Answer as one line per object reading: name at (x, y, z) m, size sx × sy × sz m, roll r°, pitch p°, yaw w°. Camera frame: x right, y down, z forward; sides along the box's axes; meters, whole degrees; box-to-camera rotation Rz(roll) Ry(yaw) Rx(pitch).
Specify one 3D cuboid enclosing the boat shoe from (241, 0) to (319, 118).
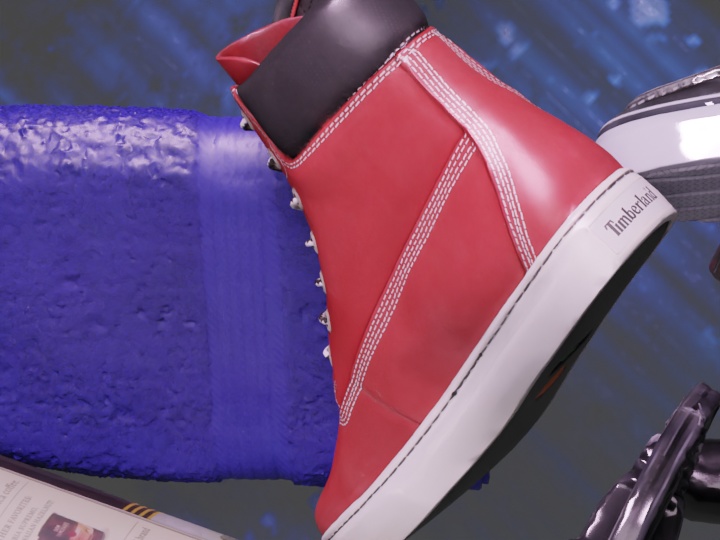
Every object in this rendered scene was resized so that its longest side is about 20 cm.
boat shoe at (-0.010, -0.118, 0.760) m, size 0.063 × 0.074 × 0.202 m, roll 10°, pitch 112°, yaw 0°

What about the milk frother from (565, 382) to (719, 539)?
milk frother at (0.152, 0.135, 0.688) m, size 0.187 × 0.200 × 0.181 m, roll 7°, pitch 84°, yaw 8°

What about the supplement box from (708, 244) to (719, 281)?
supplement box at (0.214, -0.061, 0.744) m, size 0.110 × 0.086 × 0.200 m, roll 29°, pitch 92°, yaw 8°

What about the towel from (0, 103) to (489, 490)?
towel at (-0.051, 0.007, 0.774) m, size 0.199 × 0.050 × 0.148 m, roll 2°, pitch 119°, yaw 6°

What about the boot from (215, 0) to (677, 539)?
boot at (0.000, 0.000, 0.707) m, size 0.144 × 0.072 × 0.200 m, roll 41°, pitch 136°, yaw 11°

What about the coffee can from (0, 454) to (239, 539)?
coffee can at (-0.084, 0.152, 0.742) m, size 0.199 × 0.146 × 0.147 m, roll 19°, pitch 90°, yaw 7°

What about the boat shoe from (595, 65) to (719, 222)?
boat shoe at (0.165, -0.065, 0.681) m, size 0.199 × 0.072 × 0.071 m, roll -12°, pitch 75°, yaw -1°
